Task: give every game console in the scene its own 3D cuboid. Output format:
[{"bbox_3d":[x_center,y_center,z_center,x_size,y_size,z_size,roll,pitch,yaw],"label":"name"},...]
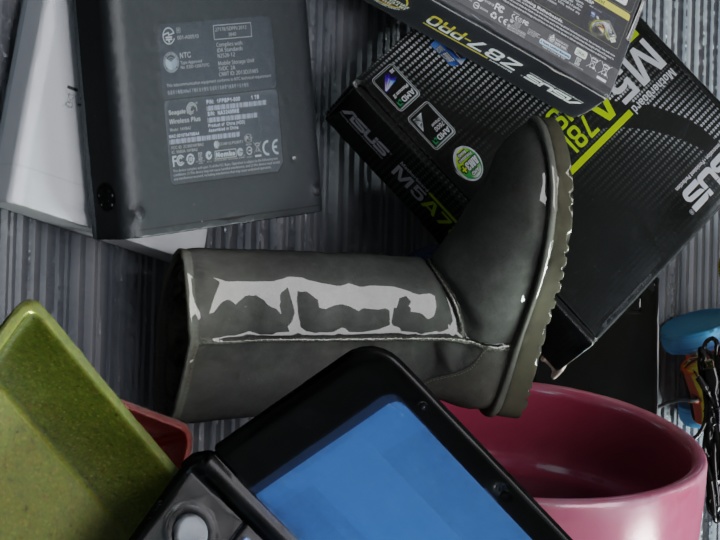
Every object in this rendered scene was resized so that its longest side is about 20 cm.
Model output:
[{"bbox_3d":[-0.003,0.168,1.390,0.200,0.116,0.176,46,58,-18],"label":"game console"}]

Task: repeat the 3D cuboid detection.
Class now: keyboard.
[{"bbox_3d":[0.160,0.102,1.711,0.021,0.127,0.201,19,72,-85],"label":"keyboard"}]

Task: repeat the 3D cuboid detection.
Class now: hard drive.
[{"bbox_3d":[-0.117,-0.115,1.485,0.132,0.027,0.201,19,77,-43],"label":"hard drive"},{"bbox_3d":[-0.083,-0.122,1.477,0.139,0.033,0.201,-9,97,-44],"label":"hard drive"}]

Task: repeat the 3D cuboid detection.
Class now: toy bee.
[{"bbox_3d":[0.232,0.070,1.774,0.200,0.109,0.131,-53,126,-31],"label":"toy bee"}]

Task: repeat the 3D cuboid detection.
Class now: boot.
[{"bbox_3d":[0.001,0.000,1.502,0.199,0.073,0.182,7,106,-13],"label":"boot"}]

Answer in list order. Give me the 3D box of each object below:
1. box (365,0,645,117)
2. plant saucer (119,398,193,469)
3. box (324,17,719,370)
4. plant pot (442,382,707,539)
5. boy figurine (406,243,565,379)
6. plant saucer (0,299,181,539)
[{"bbox_3d":[0.070,-0.200,1.602,0.200,0.049,0.162,27,70,-14],"label":"box"},{"bbox_3d":[-0.183,0.144,1.411,0.200,0.037,0.200,24,73,-43],"label":"plant saucer"},{"bbox_3d":[0.107,-0.075,1.634,0.193,0.048,0.200,46,52,2],"label":"box"},{"bbox_3d":[0.078,0.172,1.576,0.200,0.200,0.180,-9,111,-44],"label":"plant pot"},{"bbox_3d":[0.093,0.000,1.658,0.200,0.064,0.125,-26,86,-38],"label":"boy figurine"},{"bbox_3d":[-0.165,0.150,1.370,0.200,0.048,0.200,53,55,-31],"label":"plant saucer"}]
